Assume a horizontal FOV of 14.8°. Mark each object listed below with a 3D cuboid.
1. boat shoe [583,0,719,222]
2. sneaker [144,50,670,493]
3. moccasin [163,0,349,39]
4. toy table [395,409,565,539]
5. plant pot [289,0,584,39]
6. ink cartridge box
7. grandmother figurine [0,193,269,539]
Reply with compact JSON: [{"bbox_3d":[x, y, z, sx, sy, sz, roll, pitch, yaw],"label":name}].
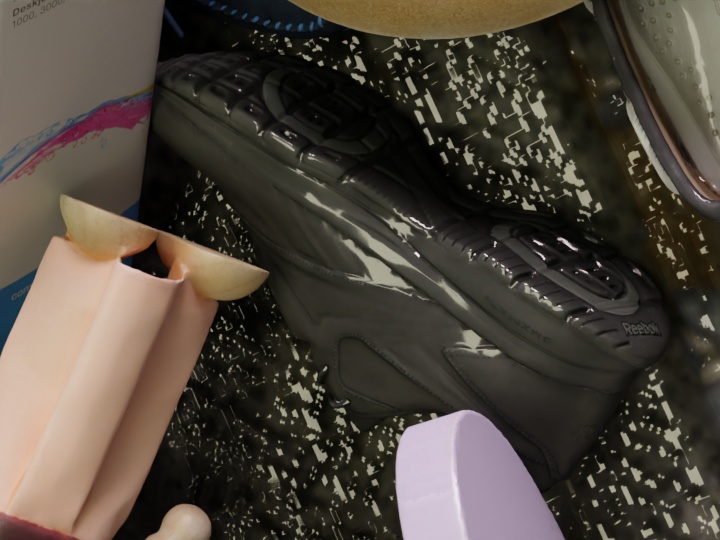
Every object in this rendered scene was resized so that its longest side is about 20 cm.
[{"bbox_3d":[0.094,-0.109,0.844,0.074,0.060,0.201,-15,89,28],"label":"boat shoe"},{"bbox_3d":[0.000,0.000,0.902,0.200,0.076,0.091,36,118,21],"label":"sneaker"},{"bbox_3d":[-0.085,-0.130,0.928,0.199,0.068,0.081,27,108,22],"label":"moccasin"},{"bbox_3d":[0.016,0.150,0.862,0.117,0.184,0.201,-19,100,16],"label":"toy table"},{"bbox_3d":[0.029,-0.169,0.838,0.199,0.027,0.201,-7,72,21],"label":"plant pot"},{"bbox_3d":[-0.140,-0.084,0.898,0.144,0.085,0.201,40,143,24],"label":"ink cartridge box"},{"bbox_3d":[-0.104,0.079,0.875,0.121,0.061,0.201,20,90,-15],"label":"grandmother figurine"}]
